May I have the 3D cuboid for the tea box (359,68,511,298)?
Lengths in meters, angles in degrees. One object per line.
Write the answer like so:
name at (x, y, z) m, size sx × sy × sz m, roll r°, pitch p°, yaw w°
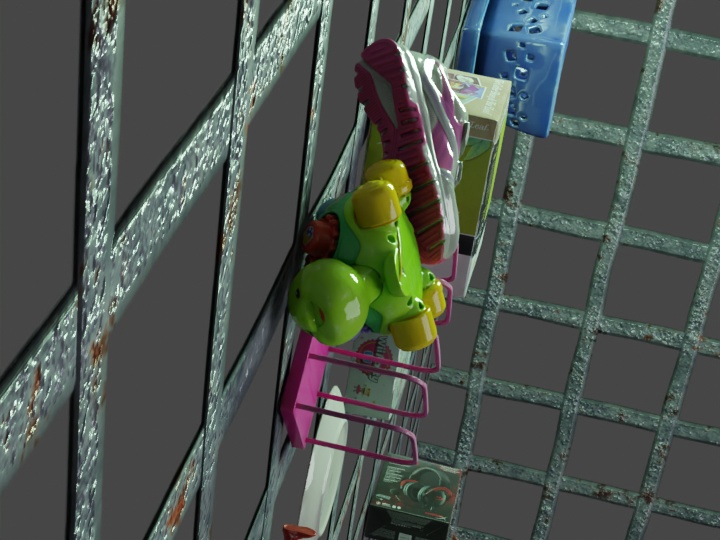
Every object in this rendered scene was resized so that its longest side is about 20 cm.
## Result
tea box at (0.078, -0.104, 1.563) m, size 0.200 × 0.132 × 0.199 m, roll -62°, pitch 163°, yaw -70°

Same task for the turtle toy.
turtle toy at (0.000, 0.000, 1.198) m, size 0.200 × 0.100 × 0.147 m, roll -61°, pitch 135°, yaw -70°

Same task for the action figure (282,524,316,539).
action figure at (-0.076, 0.356, 1.451) m, size 0.066 × 0.051 × 0.202 m, roll -72°, pitch 174°, yaw -68°

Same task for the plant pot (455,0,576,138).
plant pot at (0.259, -0.369, 2.470) m, size 0.201 × 0.178 × 0.201 m, roll -72°, pitch 171°, yaw -48°

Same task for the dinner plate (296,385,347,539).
dinner plate at (-0.041, 0.231, 1.634) m, size 0.200 × 0.024 × 0.202 m, roll 12°, pitch 90°, yaw -83°

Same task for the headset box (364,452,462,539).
headset box at (0.099, 0.416, 2.642) m, size 0.200 × 0.147 × 0.076 m, roll -63°, pitch 164°, yaw -63°

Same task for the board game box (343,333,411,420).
board game box at (0.032, 0.092, 1.835) m, size 0.200 × 0.064 × 0.149 m, roll -48°, pitch 149°, yaw -80°

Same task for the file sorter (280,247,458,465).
file sorter at (0.014, 0.064, 1.344) m, size 0.139 × 0.124 × 0.202 m, roll 83°, pitch 20°, yaw -69°

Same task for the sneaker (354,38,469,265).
sneaker at (0.062, -0.107, 1.288) m, size 0.088 × 0.081 × 0.202 m, roll -9°, pitch 90°, yaw -41°
